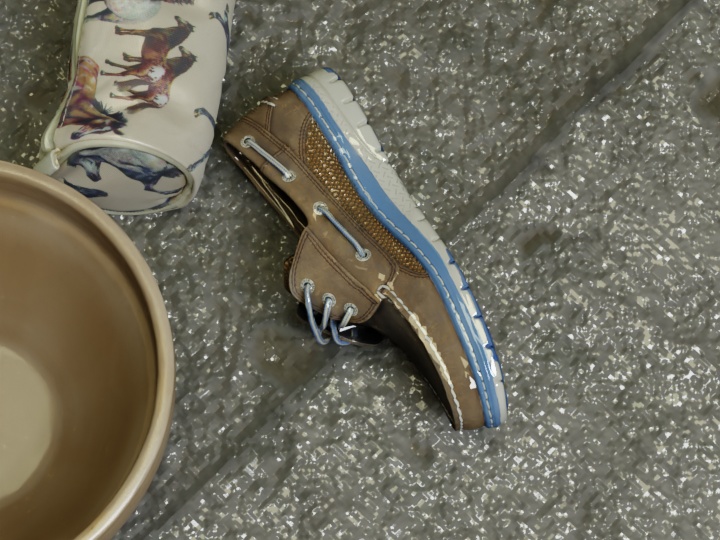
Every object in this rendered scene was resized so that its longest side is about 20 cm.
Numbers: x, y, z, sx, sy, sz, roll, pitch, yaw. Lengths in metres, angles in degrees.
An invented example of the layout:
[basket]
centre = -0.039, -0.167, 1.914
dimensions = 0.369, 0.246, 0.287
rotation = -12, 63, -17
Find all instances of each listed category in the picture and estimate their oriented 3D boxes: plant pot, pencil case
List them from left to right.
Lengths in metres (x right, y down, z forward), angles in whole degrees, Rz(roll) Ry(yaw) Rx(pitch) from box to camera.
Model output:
[plant pot]
centre = -0.181, 0.059, 0.842
dimensions = 0.200, 0.093, 0.202
rotation = 2, 69, -4
[pencil case]
centre = -0.107, -0.125, 0.920
dimensions = 0.089, 0.078, 0.201
rotation = 14, 68, -21

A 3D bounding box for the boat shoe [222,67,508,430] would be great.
[boat shoe]
centre = 0.000, 0.000, 0.893
dimensions = 0.072, 0.072, 0.200
rotation = -27, 64, -8
